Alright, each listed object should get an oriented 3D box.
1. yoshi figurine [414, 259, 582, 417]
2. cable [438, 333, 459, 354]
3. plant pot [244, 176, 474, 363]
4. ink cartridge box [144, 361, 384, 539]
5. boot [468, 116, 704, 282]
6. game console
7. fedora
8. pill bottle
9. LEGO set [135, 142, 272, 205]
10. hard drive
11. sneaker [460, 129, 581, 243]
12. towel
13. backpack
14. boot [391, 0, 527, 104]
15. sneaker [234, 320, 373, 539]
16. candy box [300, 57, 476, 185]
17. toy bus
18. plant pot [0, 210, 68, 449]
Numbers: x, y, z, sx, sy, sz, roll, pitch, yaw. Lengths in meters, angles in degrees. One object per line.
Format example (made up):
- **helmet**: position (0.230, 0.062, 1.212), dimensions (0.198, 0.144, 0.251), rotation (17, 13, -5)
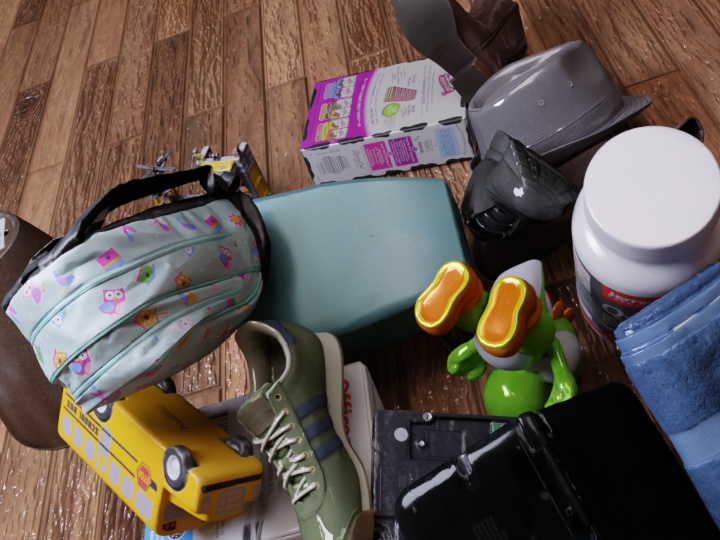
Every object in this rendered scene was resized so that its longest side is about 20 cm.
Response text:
- **yoshi figurine**: position (0.118, 0.073, 0.715), dimensions (0.111, 0.199, 0.114), rotation (-26, 58, 20)
- **cable**: position (0.064, 0.008, 0.890), dimensions (0.096, 0.051, 0.202), rotation (-20, 43, 8)
- **plant pot**: position (0.000, 0.000, 0.823), dimensions (0.196, 0.141, 0.144), rotation (-15, 75, 10)
- **ink cartridge box**: position (-0.071, 0.179, 0.759), dimensions (0.196, 0.085, 0.148), rotation (-16, 44, 9)
- **boot**: position (0.198, -0.067, 0.832), dimensions (0.199, 0.073, 0.166), rotation (-37, 4, -22)
- **game console**: position (0.148, 0.199, 0.607), dimensions (0.175, 0.116, 0.202), rotation (-34, 67, 14)
- **fedora**: position (0.188, -0.172, 0.935), dimensions (0.198, 0.091, 0.177), rotation (-29, 15, -3)
- **pill bottle**: position (0.224, -0.020, 0.717), dimensions (0.114, 0.200, 0.118), rotation (-6, 66, 14)
- **LEGO set**: position (-0.192, -0.069, 1.032), dimensions (0.197, 0.117, 0.155), rotation (5, 50, 28)
- **hard drive**: position (0.104, 0.175, 0.653), dimensions (0.196, 0.038, 0.142), rotation (2, 59, -2)
- **sneaker**: position (0.128, -0.060, 0.780), dimensions (0.091, 0.075, 0.200), rotation (-53, 4, 11)
- **towel**: position (0.261, 0.101, 0.615), dimensions (0.111, 0.202, 0.049), rotation (-31, 0, -12)
- **backpack**: position (-0.160, 0.017, 0.683), dimensions (0.167, 0.127, 0.200), rotation (-44, -7, 23)
- **boot**: position (0.121, -0.297, 1.047), dimensions (0.064, 0.188, 0.201), rotation (-22, 22, 36)
- **sneaker**: position (-0.052, 0.120, 0.661), dimensions (0.067, 0.089, 0.203), rotation (-40, 43, 31)
- **candy box**: position (0.037, -0.179, 1.078), dimensions (0.196, 0.061, 0.138), rotation (-9, 45, 18)
- **toy bus**: position (-0.160, 0.138, 0.712), dimensions (0.064, 0.080, 0.198), rotation (0, 20, -46)
- **plant pot**: position (-0.332, 0.044, 0.926), dimensions (0.183, 0.202, 0.189), rotation (-13, 43, 12)
